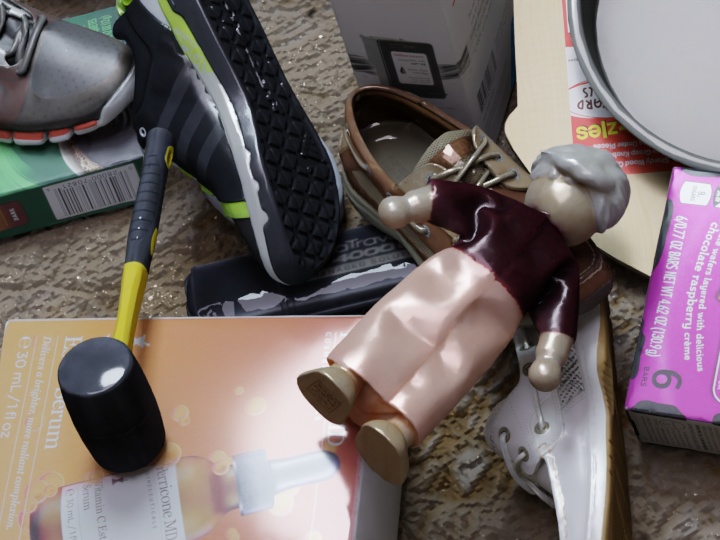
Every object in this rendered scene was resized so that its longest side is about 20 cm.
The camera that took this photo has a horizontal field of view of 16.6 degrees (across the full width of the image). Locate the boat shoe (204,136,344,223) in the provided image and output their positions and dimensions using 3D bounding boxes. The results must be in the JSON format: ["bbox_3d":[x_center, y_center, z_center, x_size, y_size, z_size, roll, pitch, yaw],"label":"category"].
[{"bbox_3d":[-0.078,-0.093,1.415,0.072,0.062,0.200,-33,57,-10],"label":"boat shoe"}]

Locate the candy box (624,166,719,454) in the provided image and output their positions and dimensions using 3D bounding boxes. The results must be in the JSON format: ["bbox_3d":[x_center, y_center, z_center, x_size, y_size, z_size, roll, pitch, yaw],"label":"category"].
[{"bbox_3d":[0.245,0.031,1.245,0.200,0.061,0.136,8,72,17],"label":"candy box"}]

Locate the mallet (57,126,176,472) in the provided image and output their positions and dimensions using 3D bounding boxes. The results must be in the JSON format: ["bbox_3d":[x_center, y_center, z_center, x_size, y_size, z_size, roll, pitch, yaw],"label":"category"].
[{"bbox_3d":[-0.115,0.000,1.228,0.041,0.066,0.200,-5,55,12],"label":"mallet"}]

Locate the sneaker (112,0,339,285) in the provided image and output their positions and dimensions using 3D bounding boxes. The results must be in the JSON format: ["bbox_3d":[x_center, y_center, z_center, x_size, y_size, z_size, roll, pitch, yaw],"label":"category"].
[{"bbox_3d":[-0.078,-0.075,1.356,0.083,0.072,0.200,-30,73,30],"label":"sneaker"}]

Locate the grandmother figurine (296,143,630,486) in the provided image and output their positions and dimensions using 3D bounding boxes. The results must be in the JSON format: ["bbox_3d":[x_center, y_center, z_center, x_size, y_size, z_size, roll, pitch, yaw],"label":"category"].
[{"bbox_3d":[0.058,0.006,1.202,0.200,0.061,0.121,-42,96,-23],"label":"grandmother figurine"}]

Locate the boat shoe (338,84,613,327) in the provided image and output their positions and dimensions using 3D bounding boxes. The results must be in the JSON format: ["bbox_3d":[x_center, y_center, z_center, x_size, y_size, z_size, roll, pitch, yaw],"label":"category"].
[{"bbox_3d":[0.052,-0.037,1.297,0.076,0.072,0.200,-38,46,-21],"label":"boat shoe"}]

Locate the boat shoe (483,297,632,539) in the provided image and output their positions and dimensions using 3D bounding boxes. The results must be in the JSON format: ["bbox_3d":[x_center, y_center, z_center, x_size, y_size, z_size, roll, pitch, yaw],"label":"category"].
[{"bbox_3d":[0.098,0.085,1.255,0.069,0.071,0.200,-8,46,8],"label":"boat shoe"}]

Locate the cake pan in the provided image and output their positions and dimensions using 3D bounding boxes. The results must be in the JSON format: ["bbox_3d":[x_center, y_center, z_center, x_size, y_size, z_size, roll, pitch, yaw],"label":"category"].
[{"bbox_3d":[0.210,-0.139,1.311,0.200,0.037,0.200,-2,74,6],"label":"cake pan"}]

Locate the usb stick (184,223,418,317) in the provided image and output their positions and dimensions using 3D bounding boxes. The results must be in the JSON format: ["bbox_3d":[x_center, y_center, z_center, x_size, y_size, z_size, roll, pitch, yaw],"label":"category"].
[{"bbox_3d":[0.000,0.000,1.354,0.200,0.033,0.055,-14,47,4],"label":"usb stick"}]

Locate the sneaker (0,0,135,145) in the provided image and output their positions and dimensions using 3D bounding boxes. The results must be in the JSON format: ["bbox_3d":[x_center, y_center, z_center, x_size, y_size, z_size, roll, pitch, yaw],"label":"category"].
[{"bbox_3d":[-0.221,-0.129,1.405,0.200,0.082,0.077,9,58,19],"label":"sneaker"}]

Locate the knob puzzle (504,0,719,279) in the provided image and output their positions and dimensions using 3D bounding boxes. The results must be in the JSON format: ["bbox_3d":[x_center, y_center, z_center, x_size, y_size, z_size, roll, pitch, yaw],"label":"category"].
[{"bbox_3d":[0.177,-0.081,1.344,0.219,0.030,0.220,-1,79,6],"label":"knob puzzle"}]

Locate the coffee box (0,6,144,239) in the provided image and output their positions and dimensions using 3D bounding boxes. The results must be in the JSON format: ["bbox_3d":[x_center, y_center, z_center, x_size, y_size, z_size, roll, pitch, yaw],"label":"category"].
[{"bbox_3d":[-0.224,-0.074,1.446,0.200,0.044,0.123,-14,55,3],"label":"coffee box"}]

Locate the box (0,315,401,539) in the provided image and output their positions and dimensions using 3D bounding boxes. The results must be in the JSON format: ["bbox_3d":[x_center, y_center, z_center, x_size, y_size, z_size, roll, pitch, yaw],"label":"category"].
[{"bbox_3d":[-0.085,0.113,1.251,0.200,0.106,0.152,-2,56,12],"label":"box"}]

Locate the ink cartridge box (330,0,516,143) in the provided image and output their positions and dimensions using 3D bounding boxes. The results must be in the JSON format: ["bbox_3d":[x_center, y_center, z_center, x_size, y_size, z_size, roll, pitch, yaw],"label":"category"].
[{"bbox_3d":[0.037,-0.161,1.350,0.067,0.200,0.116,7,58,18],"label":"ink cartridge box"}]
